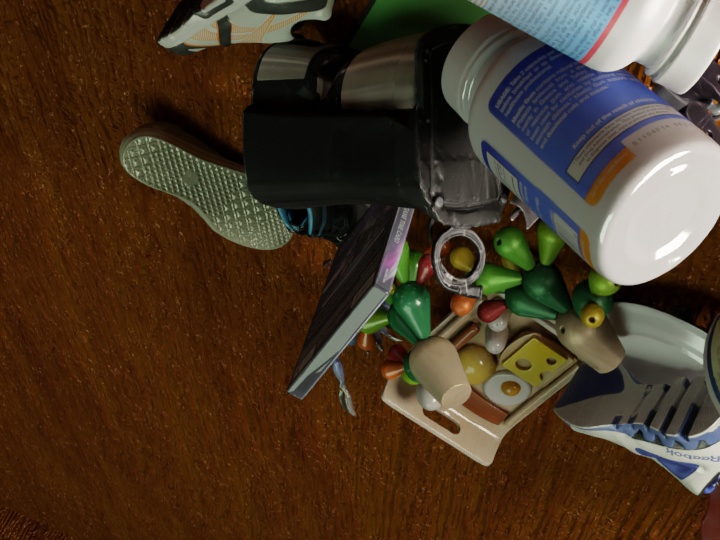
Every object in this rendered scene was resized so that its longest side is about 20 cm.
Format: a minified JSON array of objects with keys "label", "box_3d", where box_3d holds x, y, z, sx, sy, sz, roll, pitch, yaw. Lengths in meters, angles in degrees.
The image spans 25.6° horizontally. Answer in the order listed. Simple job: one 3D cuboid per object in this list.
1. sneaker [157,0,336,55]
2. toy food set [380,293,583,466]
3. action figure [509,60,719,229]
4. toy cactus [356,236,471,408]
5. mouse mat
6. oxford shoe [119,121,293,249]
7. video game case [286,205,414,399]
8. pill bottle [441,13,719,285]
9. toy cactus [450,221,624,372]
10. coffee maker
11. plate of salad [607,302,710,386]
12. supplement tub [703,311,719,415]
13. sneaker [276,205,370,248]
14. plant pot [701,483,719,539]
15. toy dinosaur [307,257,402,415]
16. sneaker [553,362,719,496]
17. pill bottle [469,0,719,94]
[{"label":"sneaker","box_3d":[-0.091,-0.201,1.249,0.080,0.074,0.199,36,154,-24]},{"label":"toy food set","box_3d":[0.132,0.106,1.567,0.143,0.061,0.200,33,131,-15]},{"label":"action figure","box_3d":[0.187,-0.079,1.160,0.069,0.130,0.200,44,143,-13]},{"label":"toy cactus","box_3d":[0.059,0.058,1.460,0.201,0.101,0.165,95,153,-44]},{"label":"mouse mat","box_3d":[0.078,-0.171,1.218,0.160,0.008,0.200,30,154,-6]},{"label":"oxford shoe","box_3d":[-0.147,-0.087,1.549,0.199,0.075,0.058,30,-162,-24]},{"label":"video game case","box_3d":[0.000,0.000,1.341,0.019,0.201,0.143,32,127,-9]},{"label":"pill bottle","box_3d":[0.142,-0.091,1.062,0.200,0.112,0.112,49,172,38]},{"label":"toy cactus","box_3d":[0.170,0.030,1.379,0.165,0.103,0.199,47,146,-23]},{"label":"coffee maker","box_3d":[0.007,-0.089,1.215,0.199,0.194,0.134,2,162,46]},{"label":"plate of salad","box_3d":[0.301,0.086,1.443,0.199,0.048,0.200,33,161,13]},{"label":"supplement tub","box_3d":[0.358,0.049,1.198,0.144,0.146,0.200,26,155,1]},{"label":"sneaker","box_3d":[-0.040,-0.057,1.463,0.073,0.082,0.200,4,148,35]},{"label":"plant pot","box_3d":[0.431,0.242,1.446,0.194,0.202,0.201,7,150,51]},{"label":"toy dinosaur","box_3d":[-0.010,0.043,1.646,0.181,0.105,0.201,8,130,54]},{"label":"sneaker","box_3d":[0.275,0.152,1.444,0.199,0.081,0.115,7,144,53]},{"label":"pill bottle","box_3d":[0.135,-0.194,0.996,0.199,0.109,0.109,29,155,-3]}]
